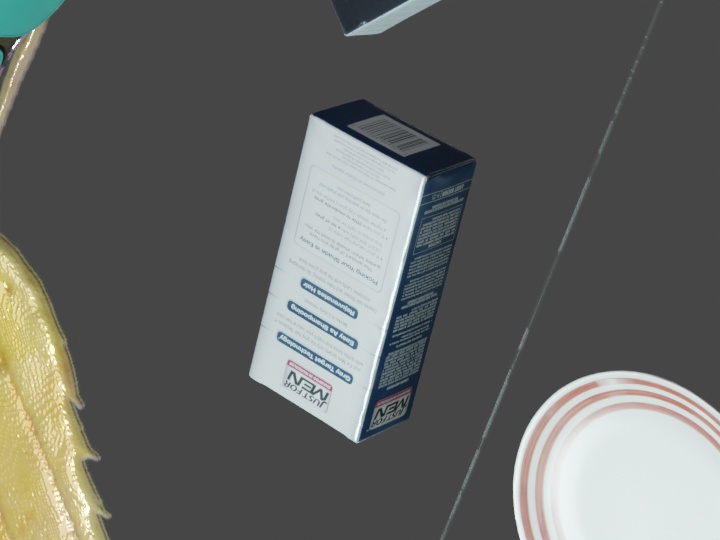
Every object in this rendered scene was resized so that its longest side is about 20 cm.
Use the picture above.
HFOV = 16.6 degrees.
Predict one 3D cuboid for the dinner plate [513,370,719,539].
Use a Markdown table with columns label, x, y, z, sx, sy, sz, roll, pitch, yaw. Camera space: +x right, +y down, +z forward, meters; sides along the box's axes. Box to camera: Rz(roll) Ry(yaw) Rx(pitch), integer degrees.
| label | x | y | z | sx | sy | sz | roll | pitch | yaw |
| --- | --- | --- | --- | --- | --- | --- | --- | --- | --- |
| dinner plate | 0.183 | 0.157 | 1.549 | 0.200 | 0.024 | 0.201 | 12 | 110 | 36 |

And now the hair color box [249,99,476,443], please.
| label | x | y | z | sx | sy | sz | roll | pitch | yaw |
| --- | --- | --- | --- | --- | --- | --- | --- | --- | --- |
| hair color box | 0.000 | 0.000 | 1.624 | 0.100 | 0.060 | 0.200 | 30 | 120 | 29 |

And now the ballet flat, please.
| label | x | y | z | sx | sy | sz | roll | pitch | yaw |
| --- | --- | --- | --- | --- | --- | --- | --- | --- | --- |
| ballet flat | -0.272 | -0.184 | 1.793 | 0.200 | 0.069 | 0.071 | -50 | 52 | 37 |

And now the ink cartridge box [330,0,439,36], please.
| label | x | y | z | sx | sy | sz | roll | pitch | yaw |
| --- | --- | --- | --- | --- | --- | --- | --- | --- | --- |
| ink cartridge box | 0.031 | -0.271 | 1.529 | 0.200 | 0.043 | 0.199 | -25 | 87 | 40 |
